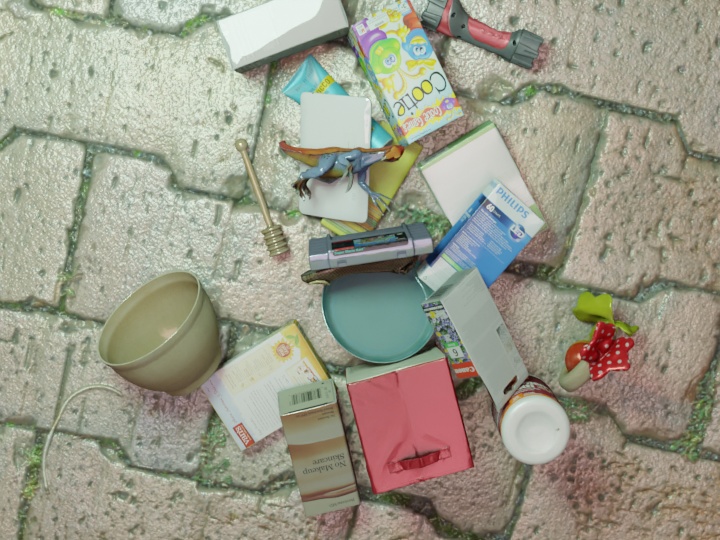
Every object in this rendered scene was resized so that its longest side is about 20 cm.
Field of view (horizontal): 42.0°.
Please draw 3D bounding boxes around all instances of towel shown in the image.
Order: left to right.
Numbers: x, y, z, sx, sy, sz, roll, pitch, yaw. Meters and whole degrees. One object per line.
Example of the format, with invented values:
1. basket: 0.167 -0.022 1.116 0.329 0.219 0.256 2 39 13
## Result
1. towel: 0.018 -0.143 1.570 0.085 0.018 0.202 31 97 -7

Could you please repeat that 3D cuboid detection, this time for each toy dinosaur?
1. toy dinosaur: -0.025 -0.175 1.467 0.180 0.105 0.202 -32 78 12

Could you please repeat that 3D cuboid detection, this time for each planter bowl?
1. planter bowl: -0.311 0.119 1.535 0.198 0.201 0.135 -30 124 5

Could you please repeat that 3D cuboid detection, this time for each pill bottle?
1. pill bottle: 0.271 0.232 1.528 0.108 0.200 0.112 0 99 1

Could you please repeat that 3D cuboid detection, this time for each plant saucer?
1. plant saucer: 0.032 0.057 1.556 0.197 0.027 0.203 2 70 -6

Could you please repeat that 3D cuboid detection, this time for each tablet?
1. tablet: -0.043 -0.184 1.527 0.128 0.014 0.203 10 108 24

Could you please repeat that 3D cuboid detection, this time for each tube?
1. tube: -0.034 -0.261 1.534 0.200 0.050 0.078 42 92 8

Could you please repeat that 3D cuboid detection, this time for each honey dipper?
1. honey dipper: -0.167 -0.124 1.564 0.037 0.038 0.203 -18 95 3

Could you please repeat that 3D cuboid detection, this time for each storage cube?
1. storage cube: 0.074 0.237 1.535 0.168 0.200 0.183 -15 94 0

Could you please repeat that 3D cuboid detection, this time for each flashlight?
1. flashlight: 0.196 -0.390 1.506 0.197 0.068 0.069 21 103 -1

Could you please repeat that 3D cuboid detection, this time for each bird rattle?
1. bird rattle: 0.384 0.136 1.527 0.112 0.201 0.164 31 121 -4

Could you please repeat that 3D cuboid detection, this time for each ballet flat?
1. ballet flat: 0.000 0.000 1.530 0.197 0.067 0.047 -13 96 -15

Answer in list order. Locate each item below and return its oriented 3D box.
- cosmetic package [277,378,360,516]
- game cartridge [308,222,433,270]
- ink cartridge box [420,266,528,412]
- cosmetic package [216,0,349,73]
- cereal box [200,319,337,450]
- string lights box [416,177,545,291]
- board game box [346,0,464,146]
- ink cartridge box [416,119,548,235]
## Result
1. cosmetic package: -0.069 0.298 1.574 0.102 0.087 0.203 -14 112 -2
2. game cartridge: 0.014 -0.042 1.512 0.197 0.130 0.039 -9 100 -1
3. ink cartridge box: 0.181 0.109 1.465 0.050 0.109 0.202 -15 107 46
4. cosmetic package: -0.119 -0.387 1.489 0.197 0.107 0.092 -17 98 5
5. cereal box: -0.158 0.197 1.607 0.198 0.040 0.145 -30 99 5
6. string lights box: 0.193 -0.038 1.521 0.102 0.059 0.201 39 99 -10
7. board game box: 0.070 -0.311 1.491 0.104 0.103 0.202 -27 96 -2
8. ink cartridge box: 0.203 -0.125 1.555 0.144 0.048 0.202 -30 104 5
